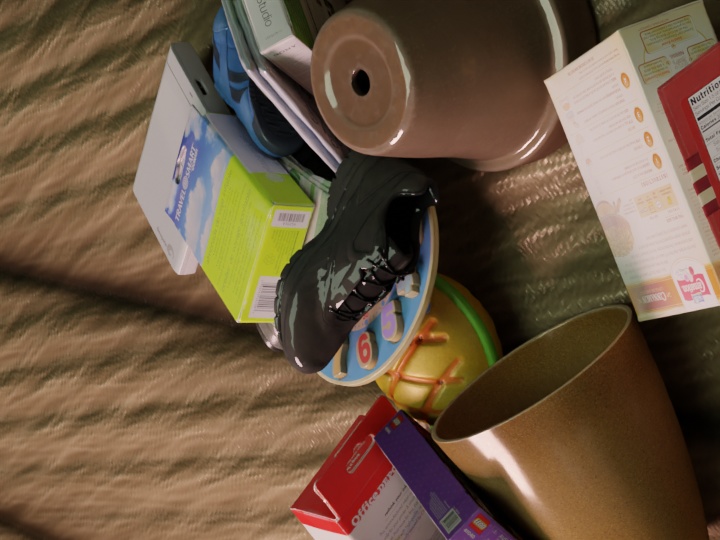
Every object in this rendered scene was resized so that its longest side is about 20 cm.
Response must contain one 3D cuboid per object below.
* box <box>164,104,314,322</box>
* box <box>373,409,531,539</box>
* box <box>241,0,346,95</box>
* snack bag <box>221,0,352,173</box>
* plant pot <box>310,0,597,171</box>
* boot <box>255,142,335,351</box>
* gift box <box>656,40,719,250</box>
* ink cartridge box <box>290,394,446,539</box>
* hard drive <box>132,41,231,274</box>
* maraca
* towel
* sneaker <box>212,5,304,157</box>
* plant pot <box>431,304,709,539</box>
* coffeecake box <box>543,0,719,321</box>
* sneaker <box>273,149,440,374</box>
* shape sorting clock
[{"bbox_3d":[-0.114,-0.055,1.416,0.200,0.048,0.122,51,131,49],"label":"box"},{"bbox_3d":[0.096,0.202,1.285,0.137,0.039,0.200,43,-178,-24],"label":"box"},{"bbox_3d":[-0.048,-0.213,1.303,0.036,0.200,0.145,-25,69,14],"label":"box"},{"bbox_3d":[-0.061,-0.174,1.322,0.021,0.189,0.200,-32,46,12],"label":"snack bag"},{"bbox_3d":[0.060,-0.166,1.234,0.200,0.174,0.201,18,117,41],"label":"plant pot"},{"bbox_3d":[-0.073,-0.021,1.493,0.130,0.068,0.201,-11,99,35],"label":"boot"},{"bbox_3d":[0.323,-0.065,0.977,0.184,0.186,0.201,-33,66,46],"label":"gift box"},{"bbox_3d":[0.018,0.214,1.411,0.067,0.116,0.200,4,137,47],"label":"ink cartridge box"},{"bbox_3d":[-0.179,-0.111,1.574,0.132,0.027,0.200,59,145,32],"label":"hard drive"},{"bbox_3d":[0.074,0.089,1.371,0.137,0.107,0.200,-23,97,51],"label":"maraca"},{"bbox_3d":[-0.068,-0.028,1.405,0.200,0.023,0.153,37,120,55],"label":"towel"},{"bbox_3d":[-0.097,-0.168,1.447,0.079,0.066,0.201,-54,41,39],"label":"sneaker"},{"bbox_3d":[0.187,0.161,1.240,0.186,0.186,0.200,-26,100,49],"label":"plant pot"},{"bbox_3d":[0.223,-0.073,1.126,0.153,0.073,0.201,154,95,-76],"label":"coffeecake box"},{"bbox_3d":[-0.003,-0.004,1.269,0.091,0.076,0.201,30,100,43],"label":"sneaker"},{"bbox_3d":[0.000,0.000,1.345,0.200,0.039,0.201,-31,50,47],"label":"shape sorting clock"}]
